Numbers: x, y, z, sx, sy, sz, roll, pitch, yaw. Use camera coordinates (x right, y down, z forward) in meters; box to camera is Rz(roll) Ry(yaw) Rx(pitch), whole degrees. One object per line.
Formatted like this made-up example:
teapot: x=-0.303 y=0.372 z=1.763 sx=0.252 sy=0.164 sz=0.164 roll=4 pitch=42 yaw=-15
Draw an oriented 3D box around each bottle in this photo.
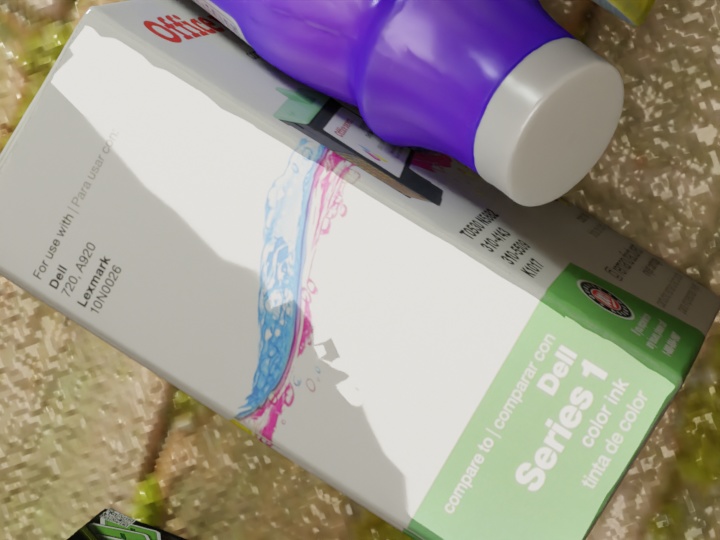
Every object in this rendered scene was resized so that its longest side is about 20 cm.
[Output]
bottle: x=-0.008 y=-0.091 z=0.747 sx=0.200 sy=0.083 sz=0.066 roll=40 pitch=112 yaw=32

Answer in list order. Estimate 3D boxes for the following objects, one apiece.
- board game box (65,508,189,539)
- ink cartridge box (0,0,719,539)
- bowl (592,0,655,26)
board game box: x=-0.009 y=0.130 z=0.807 sx=0.199 sy=0.105 sz=0.024 roll=19 pitch=104 yaw=8
ink cartridge box: x=0.000 y=0.000 z=0.762 sx=0.199 sy=0.145 sz=0.084 roll=32 pitch=104 yaw=6
bowl: x=0.027 y=-0.169 z=0.707 sx=0.199 sy=0.200 sz=0.108 roll=35 pitch=97 yaw=5
